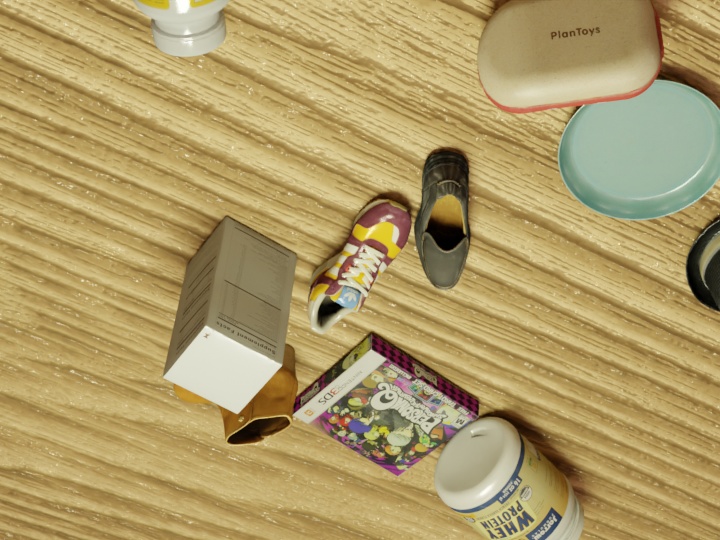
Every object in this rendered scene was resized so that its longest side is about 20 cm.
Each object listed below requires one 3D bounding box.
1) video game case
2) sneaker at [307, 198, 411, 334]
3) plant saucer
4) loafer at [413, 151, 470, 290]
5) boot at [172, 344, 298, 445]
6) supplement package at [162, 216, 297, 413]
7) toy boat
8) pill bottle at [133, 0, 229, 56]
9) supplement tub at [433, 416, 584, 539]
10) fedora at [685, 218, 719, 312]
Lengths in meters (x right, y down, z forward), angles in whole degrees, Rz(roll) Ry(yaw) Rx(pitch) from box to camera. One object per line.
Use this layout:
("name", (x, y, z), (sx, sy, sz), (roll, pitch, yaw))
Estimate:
("video game case", (0.035, 0.193, 1.873), (0.199, 0.036, 0.181), (33, 127, -23))
("sneaker", (0.000, 0.000, 1.670), (0.074, 0.091, 0.200), (25, 129, -17))
("plant saucer", (0.330, -0.144, 1.561), (0.198, 0.028, 0.202), (3, 131, 3))
("loafer", (0.100, -0.046, 1.633), (0.072, 0.073, 0.201), (-2, 132, 5))
("boot", (-0.177, 0.179, 1.805), (0.199, 0.145, 0.071), (-18, 127, 19))
("supplement package", (-0.160, 0.054, 1.656), (0.113, 0.201, 0.110), (29, 128, -19))
("toy boat", (0.227, -0.227, 1.452), (0.198, 0.132, 0.131), (-6, 160, 10))
("pill bottle", (-0.188, -0.329, 1.381), (0.111, 0.113, 0.201), (1, 132, 3))
("supplement tub", (0.214, 0.318, 1.897), (0.144, 0.145, 0.200), (-30, 123, 27))
("fedora", (0.503, 0.009, 1.637), (0.198, 0.092, 0.202), (2, 132, 2))
